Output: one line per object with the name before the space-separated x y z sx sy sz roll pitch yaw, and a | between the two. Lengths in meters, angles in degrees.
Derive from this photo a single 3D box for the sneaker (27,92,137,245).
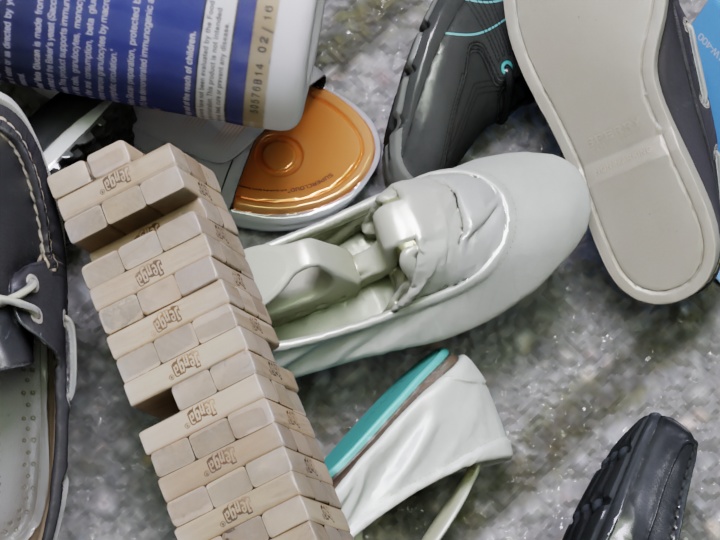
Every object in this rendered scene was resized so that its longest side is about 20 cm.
sneaker | -0.184 -0.021 1.069 0.090 0.070 0.200 40 83 15

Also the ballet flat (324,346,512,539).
ballet flat | -0.013 0.113 1.047 0.200 0.070 0.069 -40 76 -19

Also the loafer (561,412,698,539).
loafer | 0.105 0.157 1.034 0.070 0.068 0.201 20 72 -5

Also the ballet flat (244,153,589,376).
ballet flat | 0.000 0.000 1.055 0.199 0.069 0.070 -22 70 3

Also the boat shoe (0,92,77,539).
boat shoe | -0.147 0.031 1.006 0.073 0.060 0.201 -2 108 -22

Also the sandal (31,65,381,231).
sandal | -0.088 -0.088 1.121 0.206 0.059 0.079 28 68 7

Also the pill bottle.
pill bottle | -0.113 -0.127 1.031 0.199 0.111 0.112 10 67 0

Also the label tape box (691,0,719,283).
label tape box | 0.223 -0.078 1.140 0.200 0.063 0.144 -38 75 -18

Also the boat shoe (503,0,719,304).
boat shoe | 0.113 -0.085 1.108 0.072 0.063 0.201 -16 89 20

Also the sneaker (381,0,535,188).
sneaker | 0.072 -0.112 1.136 0.079 0.075 0.201 25 68 3

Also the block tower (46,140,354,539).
block tower | -0.058 0.046 0.989 0.054 0.058 0.201 -26 73 12
